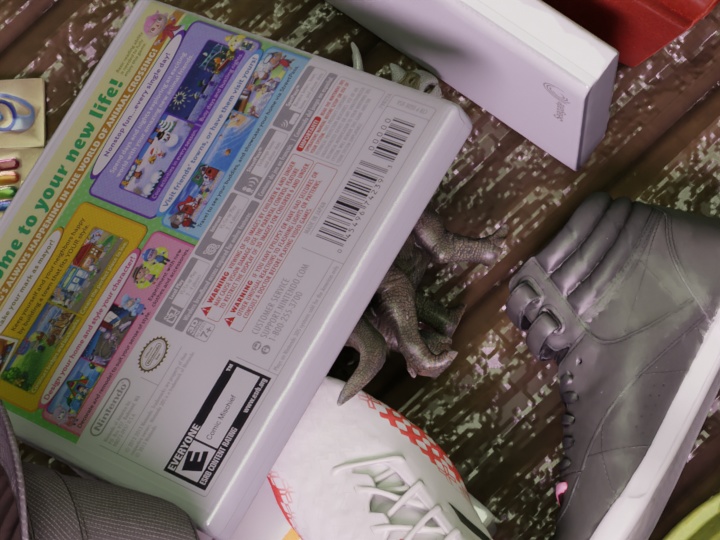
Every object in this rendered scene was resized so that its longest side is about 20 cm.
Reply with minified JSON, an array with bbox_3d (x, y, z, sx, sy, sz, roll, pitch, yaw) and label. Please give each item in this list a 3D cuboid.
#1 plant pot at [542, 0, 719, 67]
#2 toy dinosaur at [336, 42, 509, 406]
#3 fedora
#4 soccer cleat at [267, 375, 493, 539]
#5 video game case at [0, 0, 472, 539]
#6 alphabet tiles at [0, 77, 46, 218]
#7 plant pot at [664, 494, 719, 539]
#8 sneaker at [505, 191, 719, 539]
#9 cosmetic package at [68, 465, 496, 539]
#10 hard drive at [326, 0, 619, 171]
[{"bbox_3d":[0.111,-0.202,1.065,0.176,0.200,0.200,42,85,-2],"label":"plant pot"},{"bbox_3d":[0.000,0.000,1.063,0.102,0.077,0.200,28,45,-1],"label":"toy dinosaur"},{"bbox_3d":[-0.112,0.147,0.945,0.090,0.177,0.200,7,109,-22],"label":"fedora"},{"bbox_3d":[0.027,0.121,0.980,0.069,0.085,0.200,-35,80,-3],"label":"soccer cleat"},{"bbox_3d":[-0.074,-0.007,1.029,0.182,0.022,0.200,22,75,35],"label":"video game case"},{"bbox_3d":[-0.225,0.013,1.131,0.167,0.008,0.200,-3,79,3],"label":"alphabet tiles"},{"bbox_3d":[0.206,0.167,0.964,0.200,0.184,0.201,0,81,-2],"label":"plant pot"},{"bbox_3d":[0.097,0.055,1.072,0.099,0.071,0.200,24,78,12],"label":"sneaker"},{"bbox_3d":[-0.048,0.084,1.072,0.200,0.071,0.101,38,84,10],"label":"cosmetic package"},{"bbox_3d":[0.021,-0.122,1.076,0.200,0.132,0.027,34,82,10],"label":"hard drive"}]
